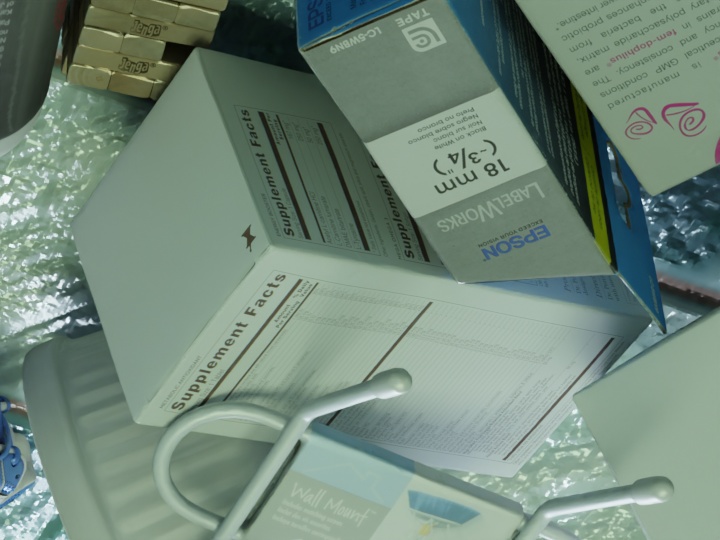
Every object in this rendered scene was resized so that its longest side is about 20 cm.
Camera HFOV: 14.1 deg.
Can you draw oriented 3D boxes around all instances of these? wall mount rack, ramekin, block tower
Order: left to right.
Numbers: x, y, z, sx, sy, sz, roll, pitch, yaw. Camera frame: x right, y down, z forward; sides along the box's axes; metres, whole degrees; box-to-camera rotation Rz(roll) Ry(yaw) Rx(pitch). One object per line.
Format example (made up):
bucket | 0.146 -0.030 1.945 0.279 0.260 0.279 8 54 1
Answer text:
block tower | -0.067 -0.153 1.137 0.057 0.054 0.201 10 131 -13
ramekin | -0.064 0.106 1.281 0.094 0.203 0.203 -25 129 4
wall mount rack | 0.023 0.101 1.146 0.199 0.075 0.174 22 123 -20

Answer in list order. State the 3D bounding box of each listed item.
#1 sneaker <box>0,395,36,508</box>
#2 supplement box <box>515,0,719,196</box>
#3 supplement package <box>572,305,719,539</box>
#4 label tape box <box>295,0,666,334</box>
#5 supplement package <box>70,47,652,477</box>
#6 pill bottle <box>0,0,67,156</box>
sneaker | -0.193 0.069 1.292 0.077 0.076 0.200 -17 165 -4
supplement box | 0.106 -0.142 1.125 0.101 0.104 0.200 -25 127 17
supplement package | 0.178 0.070 1.231 0.116 0.200 0.118 -30 84 11
label tape box | 0.045 -0.073 1.153 0.063 0.145 0.200 -23 129 16
supplement package | 0.000 0.000 1.205 0.199 0.110 0.114 11 132 -37
pill bottle | -0.168 -0.109 1.131 0.110 0.111 0.201 9 131 -12
